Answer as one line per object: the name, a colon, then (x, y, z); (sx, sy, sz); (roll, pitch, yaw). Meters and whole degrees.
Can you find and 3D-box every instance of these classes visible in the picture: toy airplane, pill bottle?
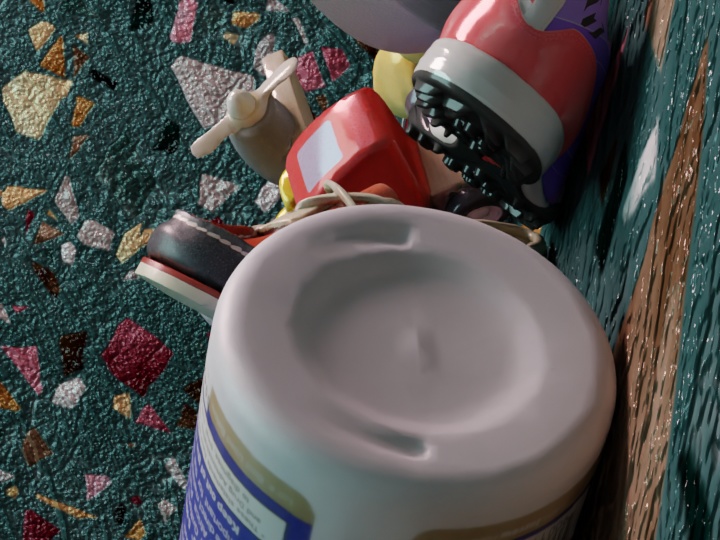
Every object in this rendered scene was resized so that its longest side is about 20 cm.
toy airplane: (-0.012, 0.002, 1.038); (0.200, 0.140, 0.201); (-137, 36, -71)
pill bottle: (0.002, 0.090, 0.682); (0.120, 0.119, 0.201); (-83, 5, -47)

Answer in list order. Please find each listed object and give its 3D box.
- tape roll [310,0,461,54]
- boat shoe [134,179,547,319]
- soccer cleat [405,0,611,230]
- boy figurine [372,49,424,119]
tape roll: (0.019, -0.189, 0.864); (0.202, 0.037, 0.205); (12, -105, -51)
boat shoe: (0.000, 0.000, 0.760); (0.199, 0.071, 0.063); (15, -77, -52)
soccer cleat: (0.059, -0.065, 0.771); (0.073, 0.068, 0.200); (-54, -6, -3)
boy figurine: (0.048, -0.156, 1.162); (0.125, 0.064, 0.201); (-85, 4, -52)
